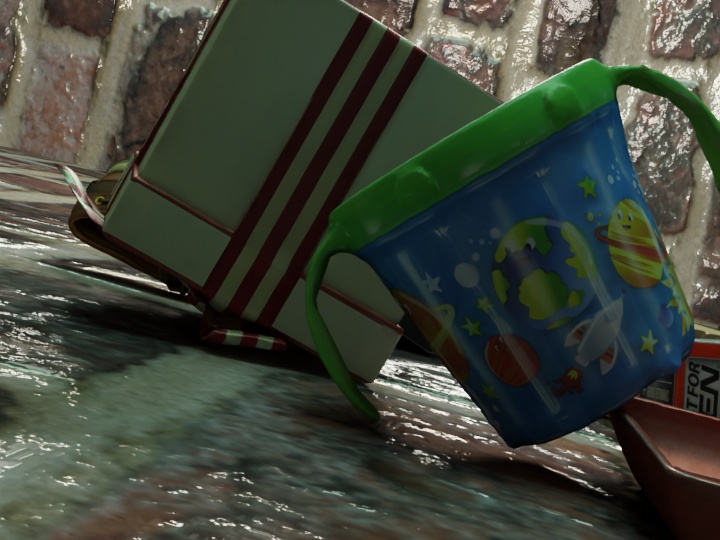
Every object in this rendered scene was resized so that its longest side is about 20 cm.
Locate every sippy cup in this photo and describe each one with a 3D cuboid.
[{"bbox_3d":[0.075,-0.001,0.577,0.177,0.131,0.139,-30,1,33],"label":"sippy cup"}]

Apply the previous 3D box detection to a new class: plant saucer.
[{"bbox_3d":[0.195,0.099,0.511,0.198,0.037,0.200,14,4,3],"label":"plant saucer"}]

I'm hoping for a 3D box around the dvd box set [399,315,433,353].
[{"bbox_3d":[0.000,0.000,0.993,0.146,0.030,0.200,35,3,0],"label":"dvd box set"}]

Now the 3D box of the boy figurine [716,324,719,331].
[{"bbox_3d":[0.426,0.101,1.235,0.198,0.065,0.124,12,0,15],"label":"boy figurine"}]

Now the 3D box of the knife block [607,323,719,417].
[{"bbox_3d":[0.169,0.054,0.921,0.199,0.065,0.175,10,4,-45],"label":"knife block"}]

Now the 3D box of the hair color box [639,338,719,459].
[{"bbox_3d":[0.245,0.070,0.663,0.198,0.062,0.102,5,-3,4],"label":"hair color box"}]

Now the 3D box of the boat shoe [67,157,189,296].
[{"bbox_3d":[-0.106,-0.009,0.886,0.199,0.073,0.068,24,40,21],"label":"boat shoe"}]

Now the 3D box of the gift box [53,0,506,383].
[{"bbox_3d":[-0.052,-0.058,0.747,0.199,0.188,0.185,29,3,-8],"label":"gift box"}]
